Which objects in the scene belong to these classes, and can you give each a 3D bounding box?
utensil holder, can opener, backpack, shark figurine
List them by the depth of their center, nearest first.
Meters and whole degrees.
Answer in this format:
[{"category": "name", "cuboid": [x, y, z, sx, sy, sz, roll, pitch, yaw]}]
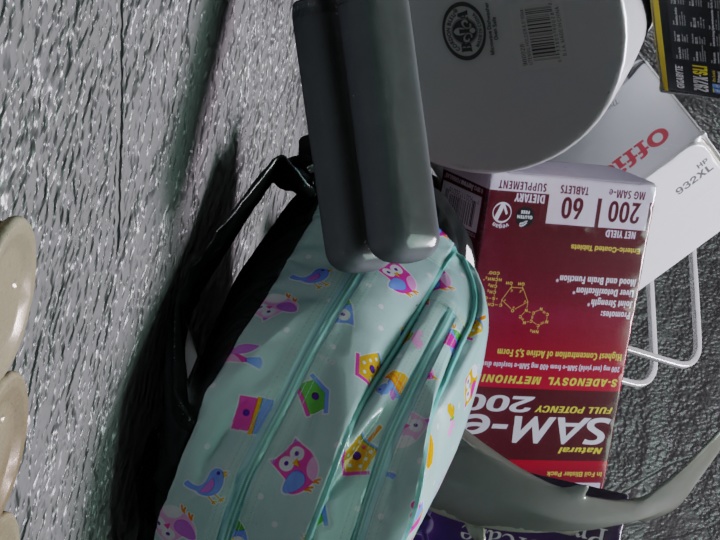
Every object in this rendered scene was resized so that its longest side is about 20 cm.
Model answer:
[{"category": "can opener", "cuboid": [-0.013, -0.098, 0.874, 0.066, 0.053, 0.200, -10, 89, -42]}, {"category": "backpack", "cuboid": [-0.018, 0.058, 0.924, 0.200, 0.127, 0.167, -62, 165, -54]}, {"category": "shark figurine", "cuboid": [0.062, 0.083, 1.049, 0.128, 0.214, 0.090, -47, 148, -54]}, {"category": "utensil holder", "cuboid": [0.081, -0.159, 1.193, 0.200, 0.170, 0.170, -56, 157, -63]}]

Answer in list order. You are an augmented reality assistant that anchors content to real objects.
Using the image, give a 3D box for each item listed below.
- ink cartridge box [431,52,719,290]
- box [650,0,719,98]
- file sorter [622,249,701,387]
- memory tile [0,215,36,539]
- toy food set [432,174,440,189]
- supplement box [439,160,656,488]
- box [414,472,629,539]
[{"category": "ink cartridge box", "cuboid": [0.126, -0.076, 1.340, 0.084, 0.145, 0.200, 45, 11, -44]}, {"category": "box", "cuboid": [0.188, -0.203, 1.152, 0.200, 0.049, 0.160, 60, 41, -69]}, {"category": "file sorter", "cuboid": [0.124, 0.026, 1.477, 0.200, 0.124, 0.139, -32, -130, 49]}, {"category": "memory tile", "cuboid": [-0.128, 0.087, 0.572, 0.200, 0.017, 0.153, -66, 165, -61]}, {"category": "toy food set", "cuboid": [0.043, 0.045, 1.365, 0.200, 0.060, 0.144, -117, -153, -51]}, {"category": "supplement box", "cuboid": [0.090, 0.040, 1.208, 0.061, 0.109, 0.200, -149, -115, -62]}, {"category": "box", "cuboid": [0.026, 0.168, 1.117, 0.079, 0.200, 0.141, 84, 18, -69]}]
